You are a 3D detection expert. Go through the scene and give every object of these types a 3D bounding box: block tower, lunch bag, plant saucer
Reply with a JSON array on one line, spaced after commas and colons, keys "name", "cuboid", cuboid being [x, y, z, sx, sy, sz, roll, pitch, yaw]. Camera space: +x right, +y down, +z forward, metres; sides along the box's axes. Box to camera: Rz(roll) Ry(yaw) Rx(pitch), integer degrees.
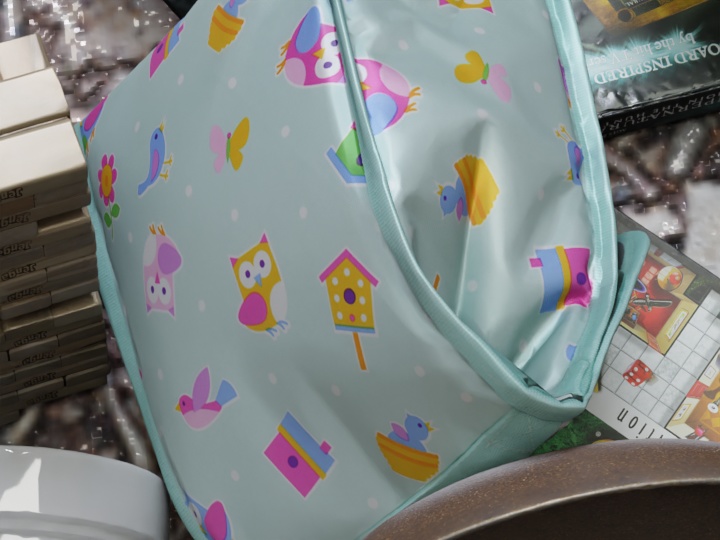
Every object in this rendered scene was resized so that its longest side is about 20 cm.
[{"name": "block tower", "cuboid": [-0.118, -0.009, 0.791, 0.058, 0.200, 0.054, -16, 70, -12]}, {"name": "lunch bag", "cuboid": [0.000, 0.000, 0.777, 0.122, 0.170, 0.201, 8, 55, -36]}, {"name": "plant saucer", "cuboid": [0.067, 0.105, 0.749, 0.199, 0.200, 0.032, -12, 58, -2]}]

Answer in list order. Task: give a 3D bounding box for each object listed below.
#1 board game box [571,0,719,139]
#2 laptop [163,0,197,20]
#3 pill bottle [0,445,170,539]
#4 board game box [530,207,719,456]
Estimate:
[{"name": "board game box", "cuboid": [0.155, -0.134, 0.909, 0.199, 0.028, 0.136, -14, 72, -3]}, {"name": "laptop", "cuboid": [-0.095, -0.216, 0.943, 0.200, 0.103, 0.177, 25, 62, 36]}, {"name": "pill bottle", "cuboid": [-0.115, 0.165, 0.775, 0.115, 0.116, 0.201, 1, 72, 3]}, {"name": "board game box", "cuboid": [0.125, 0.064, 0.840, 0.200, 0.023, 0.105, 34, 89, 12]}]
